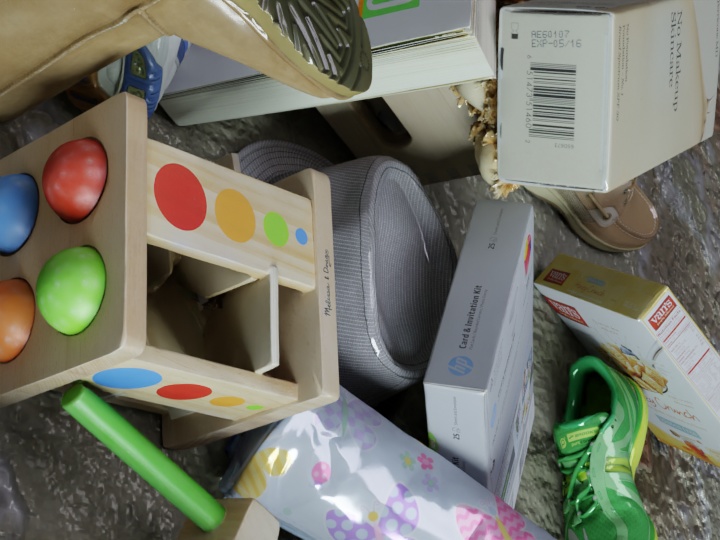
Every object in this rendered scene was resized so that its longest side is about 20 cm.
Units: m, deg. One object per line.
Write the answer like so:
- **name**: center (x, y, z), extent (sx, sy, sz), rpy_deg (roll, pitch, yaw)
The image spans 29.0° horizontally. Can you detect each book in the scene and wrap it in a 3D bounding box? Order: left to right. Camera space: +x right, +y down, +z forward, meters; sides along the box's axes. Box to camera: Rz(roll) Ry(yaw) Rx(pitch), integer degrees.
- **book**: center (-0.019, -0.164, 0.826), extent (0.048, 0.198, 0.135), rpy_deg (51, 37, -54)

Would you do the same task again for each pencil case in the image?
- **pencil case**: center (0.019, 0.140, 0.781), extent (0.199, 0.083, 0.091), rpy_deg (34, 49, -8)

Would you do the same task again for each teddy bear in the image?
- **teddy bear**: center (0.112, -0.130, 0.896), extent (0.200, 0.066, 0.146), rpy_deg (-34, 114, -61)

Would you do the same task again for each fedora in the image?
- **fedora**: center (0.000, 0.000, 0.862), extent (0.176, 0.090, 0.202), rpy_deg (23, 57, -45)

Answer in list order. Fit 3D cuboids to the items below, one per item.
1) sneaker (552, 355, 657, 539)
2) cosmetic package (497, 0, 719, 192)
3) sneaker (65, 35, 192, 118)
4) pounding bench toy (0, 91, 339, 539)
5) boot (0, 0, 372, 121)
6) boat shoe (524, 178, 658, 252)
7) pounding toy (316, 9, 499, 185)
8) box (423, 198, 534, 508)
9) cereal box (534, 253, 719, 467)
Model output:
- **sneaker**: center (0.169, 0.150, 1.023), extent (0.084, 0.074, 0.201), rpy_deg (44, 35, -33)
- **cosmetic package**: center (0.156, -0.118, 0.853), extent (0.200, 0.073, 0.105), rpy_deg (-26, 119, -55)
- **sneaker**: center (-0.110, -0.173, 0.741), extent (0.075, 0.201, 0.088), rpy_deg (28, 44, -2)
- **pounding bench toy**: center (-0.107, 0.041, 0.686), extent (0.155, 0.124, 0.202), rpy_deg (19, 60, -45)
- **boot**: center (-0.118, -0.115, 0.682), extent (0.175, 0.199, 0.067), rpy_deg (37, 48, -38)
- **boat shoe**: center (0.198, -0.073, 1.158), extent (0.199, 0.064, 0.072), rpy_deg (27, 55, -41)
- **pounding toy**: center (0.007, -0.186, 0.939), extent (0.200, 0.141, 0.186), rpy_deg (47, 42, -47)
- **box**: center (0.079, 0.082, 0.878), extent (0.201, 0.041, 0.157), rpy_deg (84, 19, -45)
- **cereal box**: center (0.234, 0.077, 1.080), extent (0.040, 0.144, 0.200), rpy_deg (-47, 115, -10)
